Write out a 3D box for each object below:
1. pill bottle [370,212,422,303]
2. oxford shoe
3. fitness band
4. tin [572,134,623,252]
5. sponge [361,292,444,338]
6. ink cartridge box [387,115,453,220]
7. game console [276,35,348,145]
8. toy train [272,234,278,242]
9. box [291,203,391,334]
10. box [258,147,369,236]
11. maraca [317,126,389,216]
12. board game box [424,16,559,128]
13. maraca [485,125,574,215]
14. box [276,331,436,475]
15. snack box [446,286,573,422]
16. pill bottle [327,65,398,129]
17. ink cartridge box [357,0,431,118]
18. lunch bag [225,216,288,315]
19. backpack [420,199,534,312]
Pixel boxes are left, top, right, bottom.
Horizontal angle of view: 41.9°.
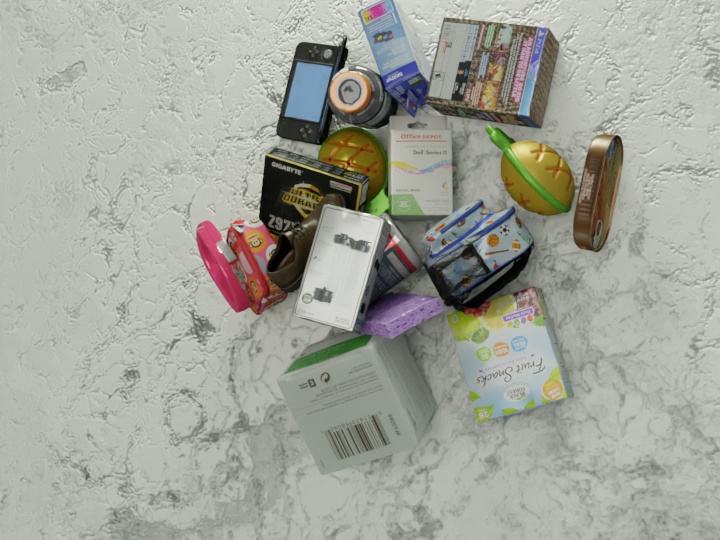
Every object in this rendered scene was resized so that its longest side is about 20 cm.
[{"bbox_3d":[0.000,0.000,1.694,0.200,0.120,0.120,-37,71,5],"label":"pill bottle"},{"bbox_3d":[-0.096,-0.059,1.667,0.073,0.084,0.200,27,81,37],"label":"oxford shoe"},{"bbox_3d":[-0.268,-0.007,1.808,0.037,0.144,0.200,-25,54,-18],"label":"fitness band"},{"bbox_3d":[0.403,-0.132,1.594,0.042,0.112,0.201,11,89,34],"label":"tin"},{"bbox_3d":[0.051,0.076,1.647,0.111,0.200,0.030,-27,101,-22],"label":"sponge"},{"bbox_3d":[0.109,-0.196,1.733,0.117,0.067,0.201,-1,84,-1],"label":"ink cartridge box"},{"bbox_3d":[-0.097,-0.355,1.829,0.175,0.116,0.201,15,91,28],"label":"game console"},{"bbox_3d":[-0.100,-0.073,1.847,0.150,0.056,0.201,-2,83,15],"label":"toy train"},{"bbox_3d":[-0.030,-0.002,1.608,0.116,0.060,0.201,13,84,16],"label":"box"},{"bbox_3d":[-0.090,-0.125,1.758,0.199,0.049,0.160,20,123,17],"label":"box"},{"bbox_3d":[-0.008,-0.174,1.783,0.137,0.107,0.201,-18,85,11],"label":"maraca"},{"bbox_3d":[0.237,-0.356,1.695,0.199,0.097,0.160,13,91,24],"label":"board game box"},{"bbox_3d":[0.290,-0.175,1.622,0.107,0.137,0.200,-45,75,18],"label":"maraca"},{"bbox_3d":[-0.003,0.220,1.679,0.198,0.171,0.201,-21,99,21],"label":"box"},{"bbox_3d":[0.263,0.148,1.653,0.168,0.068,0.201,-20,79,20],"label":"snack box"},{"bbox_3d":[0.002,-0.319,1.732,0.106,0.200,0.107,1,94,13],"label":"pill bottle"},{"bbox_3d":[0.078,-0.384,1.739,0.076,0.136,0.201,-25,72,16],"label":"ink cartridge box"},{"bbox_3d":[-0.204,-0.019,1.806,0.082,0.200,0.177,-26,80,-19],"label":"lunch bag"},{"bbox_3d":[0.201,-0.039,1.636,0.190,0.200,0.154,-27,98,4],"label":"backpack"}]
